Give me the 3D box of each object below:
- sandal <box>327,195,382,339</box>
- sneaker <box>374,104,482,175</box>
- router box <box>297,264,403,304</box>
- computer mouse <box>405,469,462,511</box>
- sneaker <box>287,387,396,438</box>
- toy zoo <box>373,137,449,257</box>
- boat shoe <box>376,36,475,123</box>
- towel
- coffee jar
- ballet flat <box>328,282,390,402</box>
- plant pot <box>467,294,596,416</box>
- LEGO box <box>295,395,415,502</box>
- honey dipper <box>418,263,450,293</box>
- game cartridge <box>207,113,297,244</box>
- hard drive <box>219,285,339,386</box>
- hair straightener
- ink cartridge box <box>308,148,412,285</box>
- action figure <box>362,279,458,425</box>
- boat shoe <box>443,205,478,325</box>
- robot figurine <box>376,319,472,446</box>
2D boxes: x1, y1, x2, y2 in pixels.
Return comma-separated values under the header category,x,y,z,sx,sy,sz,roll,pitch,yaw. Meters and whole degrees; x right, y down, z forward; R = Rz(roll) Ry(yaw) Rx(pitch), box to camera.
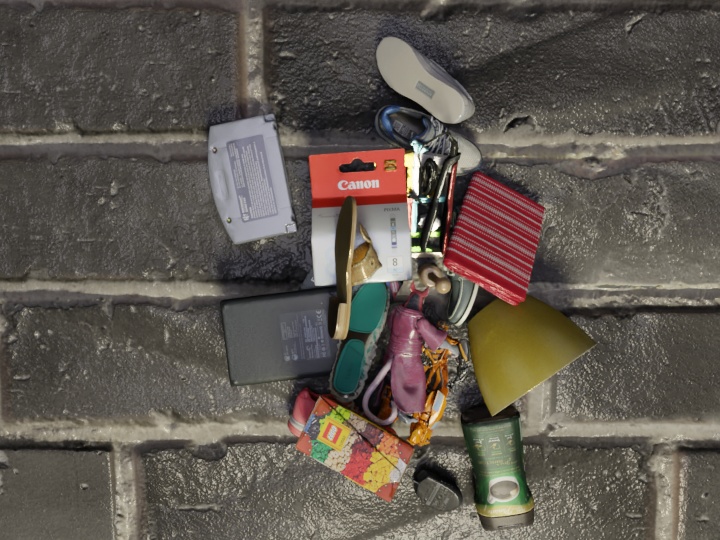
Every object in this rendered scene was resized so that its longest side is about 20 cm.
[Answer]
category,x,y,z,sx,sy,sz,roll,pitch,yaw
sandal,-0.002,-0.001,0.789,0.068,0.078,0.217,4,101,-20
sneaker,0.113,-0.214,0.867,0.196,0.085,0.079,22,94,-2
router box,-0.037,0.061,0.899,0.148,0.062,0.203,31,94,-1
computer mouse,0.093,0.368,0.942,0.197,0.034,0.059,29,111,3
sneaker,-0.026,0.257,0.909,0.195,0.074,0.089,12,93,0
toy zoo,0.086,-0.117,0.869,0.128,0.021,0.204,-2,117,0
boat shoe,0.110,-0.316,0.866,0.199,0.068,0.073,40,122,22
towel,0.219,-0.056,0.847,0.142,0.023,0.203,27,60,-4
coffee jar,0.238,0.342,0.907,0.102,0.085,0.205,-9,93,6
ballet flat,-0.004,0.114,0.829,0.070,0.072,0.203,22,64,-2
plant pot,0.256,0.119,0.855,0.198,0.200,0.143,-34,70,3
LEGO box,-0.009,0.256,0.782,0.147,0.200,0.078,27,77,6
honey dipper,0.119,0.016,0.826,0.037,0.200,0.039,0,96,0
game cartridge,-0.190,-0.154,0.898,0.130,0.041,0.205,-11,94,-2
hard drive,-0.124,0.108,0.856,0.195,0.033,0.143,-7,94,1
hair straightener,0.113,-0.120,0.830,0.075,0.041,0.204,4,122,-3
ink cartridge box,0.000,-0.082,0.823,0.156,0.047,0.205,-3,102,2
action figure,0.061,0.115,0.798,0.147,0.132,0.205,3,96,-44
boat shoe,0.166,-0.011,0.886,0.060,0.073,0.205,14,87,-12
robot figurine,0.104,0.179,0.881,0.143,0.058,0.204,24,99,34
